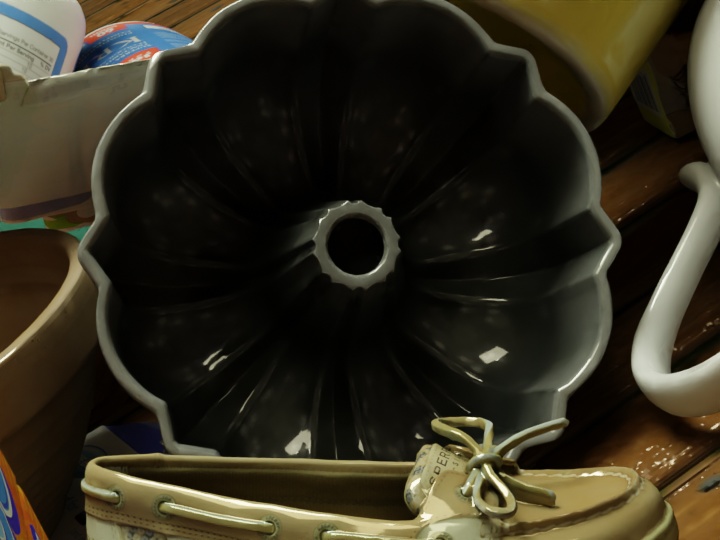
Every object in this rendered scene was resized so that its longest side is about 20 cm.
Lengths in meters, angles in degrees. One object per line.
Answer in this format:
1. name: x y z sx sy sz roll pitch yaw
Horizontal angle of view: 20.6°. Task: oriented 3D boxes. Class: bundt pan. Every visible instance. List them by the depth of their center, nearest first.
1. bundt pan: -0.008 -0.002 0.751 0.201 0.203 0.076 -30 -4 -15

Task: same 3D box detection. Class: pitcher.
1. pitcher: 0.169 -0.041 0.755 0.171 0.121 0.201 -29 31 19

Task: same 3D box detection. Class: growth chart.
1. growth chart: -0.089 -0.055 0.814 0.198 0.018 0.145 -11 -26 -20

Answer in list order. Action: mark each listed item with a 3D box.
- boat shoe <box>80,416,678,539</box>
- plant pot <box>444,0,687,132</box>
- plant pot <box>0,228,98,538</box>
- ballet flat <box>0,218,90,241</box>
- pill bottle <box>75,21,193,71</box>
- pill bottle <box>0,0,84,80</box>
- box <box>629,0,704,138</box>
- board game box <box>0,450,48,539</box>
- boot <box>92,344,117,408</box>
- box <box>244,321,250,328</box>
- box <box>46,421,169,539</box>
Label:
1. boat shoe: 0.004 0.083 0.653 0.198 0.063 0.073 -8 8 6
2. plant pot: 0.076 -0.168 0.821 0.200 0.200 0.190 5 65 51
3. plant pot: -0.178 0.073 0.764 0.199 0.093 0.201 -20 21 8
4. ballet flat: -0.176 -0.026 0.916 0.198 0.068 0.062 8 13 2
5. pill bottle: -0.105 -0.070 1.093 0.112 0.113 0.200 -29 22 -12
6. pill bottle: -0.212 -0.105 1.055 0.112 0.112 0.202 1 70 47
7. box: 0.222 -0.142 0.973 0.199 0.076 0.050 -27 19 -4
8. board game box: -0.179 0.142 0.560 0.199 0.201 0.200 -26 21 -5
9. boot: -0.163 0.027 0.926 0.106 0.076 0.200 21 33 7
10. box: 0.000 0.000 0.878 0.064 0.070 0.200 -9 26 43
11. box: -0.140 0.128 0.775 0.199 0.042 0.119 -29 22 -18
